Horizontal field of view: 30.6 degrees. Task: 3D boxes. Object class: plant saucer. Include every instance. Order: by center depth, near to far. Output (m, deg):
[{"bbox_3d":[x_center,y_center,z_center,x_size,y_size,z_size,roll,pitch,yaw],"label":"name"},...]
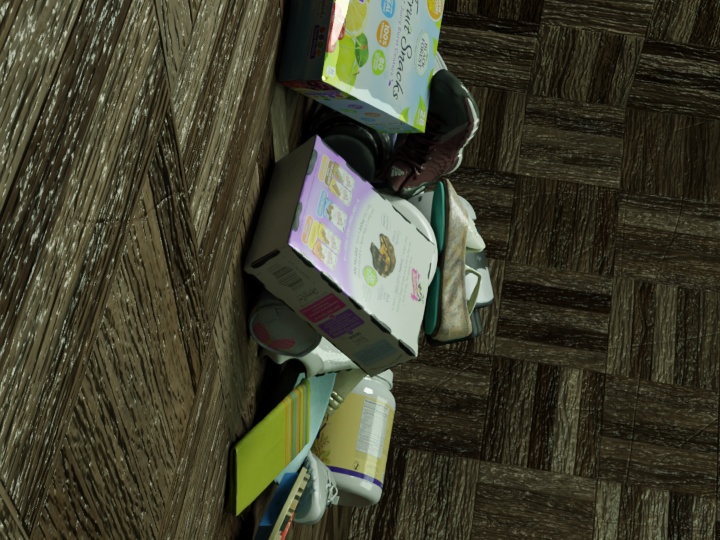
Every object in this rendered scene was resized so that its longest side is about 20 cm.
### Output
[{"bbox_3d":[-0.083,0.170,1.665,0.201,0.038,0.203,19,90,-77],"label":"plant saucer"}]

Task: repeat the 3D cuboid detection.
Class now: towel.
[{"bbox_3d":[-0.104,0.198,1.506,0.200,0.018,0.087,-40,134,-62],"label":"towel"}]

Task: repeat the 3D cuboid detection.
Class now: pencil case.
[{"bbox_3d":[-0.066,-0.002,1.462,0.091,0.082,0.201,71,23,-44],"label":"pencil case"}]

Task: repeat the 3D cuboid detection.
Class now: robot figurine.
[{"bbox_3d":[0.105,-0.004,1.744,0.150,0.124,0.202,-14,-92,65],"label":"robot figurine"}]

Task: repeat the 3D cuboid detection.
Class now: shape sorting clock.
[{"bbox_3d":[-0.108,0.333,1.597,0.200,0.039,0.202,22,90,-87],"label":"shape sorting clock"}]

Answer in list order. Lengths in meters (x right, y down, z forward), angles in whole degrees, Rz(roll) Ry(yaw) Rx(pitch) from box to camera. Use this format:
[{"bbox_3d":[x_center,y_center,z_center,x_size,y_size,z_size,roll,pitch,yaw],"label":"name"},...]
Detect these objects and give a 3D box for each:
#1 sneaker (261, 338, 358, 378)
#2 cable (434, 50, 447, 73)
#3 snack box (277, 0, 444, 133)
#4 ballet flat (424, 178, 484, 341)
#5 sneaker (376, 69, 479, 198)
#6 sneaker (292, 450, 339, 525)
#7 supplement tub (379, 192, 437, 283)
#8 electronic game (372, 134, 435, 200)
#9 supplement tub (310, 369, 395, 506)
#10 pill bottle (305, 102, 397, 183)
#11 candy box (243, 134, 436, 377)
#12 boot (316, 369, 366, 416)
[{"bbox_3d":[-0.044,0.095,1.575,0.199,0.073,0.081,23,82,-39],"label":"sneaker"},{"bbox_3d":[0.035,-0.276,1.632,0.200,0.069,0.201,47,19,-22],"label":"cable"},{"bbox_3d":[0.006,-0.257,1.437,0.199,0.067,0.171,17,79,-54],"label":"snack box"},{"bbox_3d":[0.119,-0.012,1.632,0.068,0.066,0.202,163,-68,-76],"label":"ballet flat"},{"bbox_3d":[0.074,-0.144,1.557,0.115,0.076,0.201,-41,161,-19],"label":"sneaker"},{"bbox_3d":[-0.058,0.290,1.764,0.075,0.082,0.200,-54,-168,8],"label":"sneaker"},{"bbox_3d":[0.000,0.000,1.653,0.200,0.143,0.146,136,-33,-65],"label":"supplement tub"},{"bbox_3d":[0.039,-0.189,1.788,0.042,0.198,0.202,15,82,-59],"label":"electronic game"},{"bbox_3d":[-0.025,0.244,1.995,0.146,0.144,0.202,86,13,-69],"label":"supplement tub"},{"bbox_3d":[-0.009,-0.177,1.666,0.201,0.111,0.113,-75,172,-57],"label":"pill bottle"},{"bbox_3d":[-0.016,-0.014,1.401,0.200,0.071,0.169,42,40,-27],"label":"candy box"},{"bbox_3d":[-0.047,0.086,1.815,0.155,0.200,0.073,-45,149,7],"label":"boot"}]
